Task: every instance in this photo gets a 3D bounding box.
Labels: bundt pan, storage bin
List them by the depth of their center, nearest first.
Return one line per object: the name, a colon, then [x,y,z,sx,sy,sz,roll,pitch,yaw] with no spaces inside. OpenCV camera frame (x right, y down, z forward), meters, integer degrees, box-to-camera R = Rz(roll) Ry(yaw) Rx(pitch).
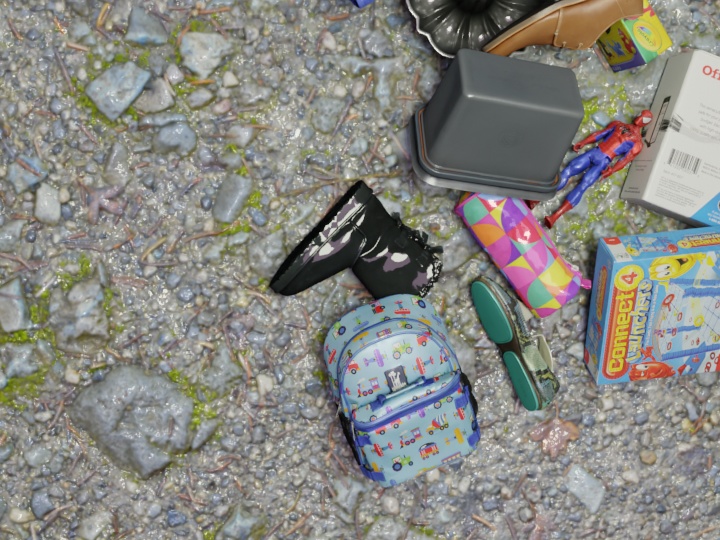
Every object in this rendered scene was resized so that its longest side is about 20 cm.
storage bin: [0.174,-0.192,1.104,0.196,0.135,0.148,8,54,-14]
bundt pan: [0.148,-0.358,1.137,0.198,0.076,0.206,0,96,-5]

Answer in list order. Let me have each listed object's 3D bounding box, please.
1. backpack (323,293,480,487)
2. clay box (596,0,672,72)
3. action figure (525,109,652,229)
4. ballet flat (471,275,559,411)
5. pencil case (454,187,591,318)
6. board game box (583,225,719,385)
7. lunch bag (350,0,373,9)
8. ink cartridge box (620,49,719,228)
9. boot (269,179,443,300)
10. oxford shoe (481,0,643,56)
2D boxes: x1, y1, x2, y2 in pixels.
backpack: [0.049,0.143,1.136,0.179,0.135,0.203,-18,113,-2]
clay box: [0.306,-0.352,1.133,0.047,0.115,0.201,-35,98,0]
action figure: [0.310,-0.143,1.186,0.199,0.052,0.066,-41,63,-1]
ballet flat: [0.213,0.088,1.207,0.073,0.074,0.203,-24,100,-2]
pencil case: [0.210,-0.034,1.176,0.088,0.088,0.201,-41,98,0]
board game box: [0.403,0.047,1.176,0.192,0.056,0.203,-7,123,-5]
lunch bag: [0.022,-0.401,1.063,0.149,0.094,0.201,-34,59,0]
ink cartridge box: [0.452,-0.167,1.183,0.144,0.084,0.203,19,94,-8]
boot: [-0.001,0.000,1.171,0.162,0.073,0.198,44,93,-14]
oxford shoe: [0.241,-0.289,1.067,0.197,0.071,0.072,-20,106,16]
